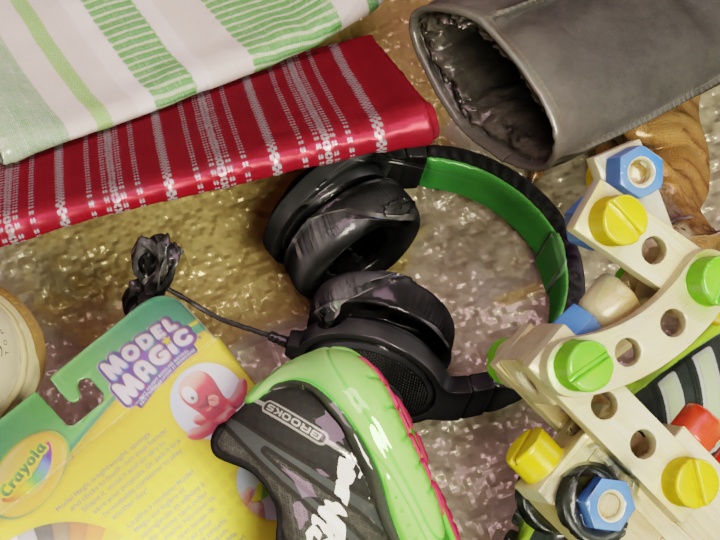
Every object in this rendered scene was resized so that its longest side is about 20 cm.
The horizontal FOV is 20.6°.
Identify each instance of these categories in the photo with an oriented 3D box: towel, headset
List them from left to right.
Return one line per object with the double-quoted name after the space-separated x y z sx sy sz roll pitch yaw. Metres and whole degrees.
-0.106 -0.135 0.913 0.199 0.023 0.153 -23 56 -24 "towel"
-0.071 -0.055 0.851 0.199 0.023 0.145 -15 20 -4 "towel"
0.000 0.000 0.828 0.199 0.094 0.124 -7 61 -15 "headset"

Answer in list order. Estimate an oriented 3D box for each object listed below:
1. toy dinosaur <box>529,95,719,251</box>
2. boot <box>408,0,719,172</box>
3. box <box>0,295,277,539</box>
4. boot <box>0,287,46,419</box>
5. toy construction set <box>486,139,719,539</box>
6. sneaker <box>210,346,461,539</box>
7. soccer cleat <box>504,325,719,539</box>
0.132 -0.059 0.881 0.105 0.061 0.201 11 41 5 "toy dinosaur"
0.107 -0.125 0.868 0.199 0.073 0.182 -24 43 -21 "boot"
-0.055 0.118 0.752 0.117 0.048 0.200 -39 93 -18 "box"
-0.213 0.090 0.719 0.073 0.155 0.200 44 104 12 "boot"
0.128 0.060 0.716 0.200 0.092 0.131 41 75 1 "toy construction set"
0.005 0.129 0.714 0.083 0.077 0.201 -22 86 4 "sneaker"
0.136 0.072 0.794 0.081 0.068 0.200 41 68 15 "soccer cleat"
